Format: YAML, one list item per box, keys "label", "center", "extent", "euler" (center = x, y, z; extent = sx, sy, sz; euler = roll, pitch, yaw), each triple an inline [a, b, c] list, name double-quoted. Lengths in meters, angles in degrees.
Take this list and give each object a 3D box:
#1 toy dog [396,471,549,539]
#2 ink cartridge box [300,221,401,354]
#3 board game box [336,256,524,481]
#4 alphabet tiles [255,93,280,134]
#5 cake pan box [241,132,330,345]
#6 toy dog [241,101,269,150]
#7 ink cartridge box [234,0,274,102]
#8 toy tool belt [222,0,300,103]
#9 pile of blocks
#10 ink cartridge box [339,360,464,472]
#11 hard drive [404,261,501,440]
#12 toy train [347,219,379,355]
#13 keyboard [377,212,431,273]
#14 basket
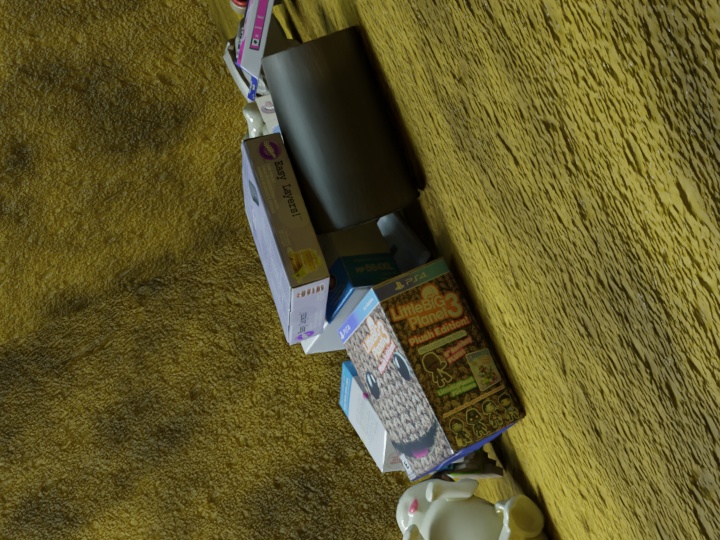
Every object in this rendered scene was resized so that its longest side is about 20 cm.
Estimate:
- label: "toy dog"
  center: [0.133, 0.319, 1.689]
  extent: [0.199, 0.141, 0.193]
  euler: [17, 180, 40]
- label: "ink cartridge box"
  center: [-0.044, -0.023, 1.676]
  extent: [0.146, 0.084, 0.201]
  euler: [-53, 51, 45]
- label: "board game box"
  center: [0.075, 0.115, 1.537]
  extent: [0.201, 0.096, 0.160]
  euler: [63, 157, 12]
- label: "alphabet tiles"
  center: [-0.048, -0.172, 1.708]
  extent: [0.165, 0.006, 0.202]
  euler: [-9, 109, 40]
- label: "cake pan box"
  center: [-0.088, -0.031, 1.553]
  extent: [0.200, 0.052, 0.186]
  euler: [99, 155, -67]
- label: "toy dog"
  center: [-0.079, -0.174, 1.864]
  extent: [0.195, 0.139, 0.200]
  euler: [58, 174, 4]
- label: "ink cartridge box"
  center: [-0.149, -0.343, 1.927]
  extent: [0.095, 0.037, 0.202]
  euler: [-133, 52, -75]
- label: "toy tool belt"
  center: [-0.154, -0.334, 2.100]
  extent: [0.123, 0.124, 0.201]
  euler: [99, 150, -65]
- label: "pile of blocks"
  center: [0.105, 0.230, 1.763]
  extent: [0.082, 0.198, 0.063]
  euler: [-21, 64, 48]
- label: "ink cartridge box"
  center: [0.060, 0.186, 1.697]
  extent: [0.200, 0.114, 0.069]
  euler: [-127, 38, -56]
- label: "hard drive"
  center: [0.115, 0.098, 1.676]
  extent: [0.140, 0.033, 0.202]
  euler: [-125, 13, -67]
- label: "toy train"
  center: [-0.038, 0.006, 1.907]
  extent: [0.084, 0.115, 0.202]
  euler: [-8, 66, 60]
- label: "keyboard"
  center: [0.047, -0.031, 1.734]
  extent: [0.011, 0.057, 0.200]
  euler: [24, -168, -20]
- label: "basket"
  center: [-0.028, -0.159, 1.518]
  extent: [0.180, 0.135, 0.202]
  euler: [-118, 9, -80]
